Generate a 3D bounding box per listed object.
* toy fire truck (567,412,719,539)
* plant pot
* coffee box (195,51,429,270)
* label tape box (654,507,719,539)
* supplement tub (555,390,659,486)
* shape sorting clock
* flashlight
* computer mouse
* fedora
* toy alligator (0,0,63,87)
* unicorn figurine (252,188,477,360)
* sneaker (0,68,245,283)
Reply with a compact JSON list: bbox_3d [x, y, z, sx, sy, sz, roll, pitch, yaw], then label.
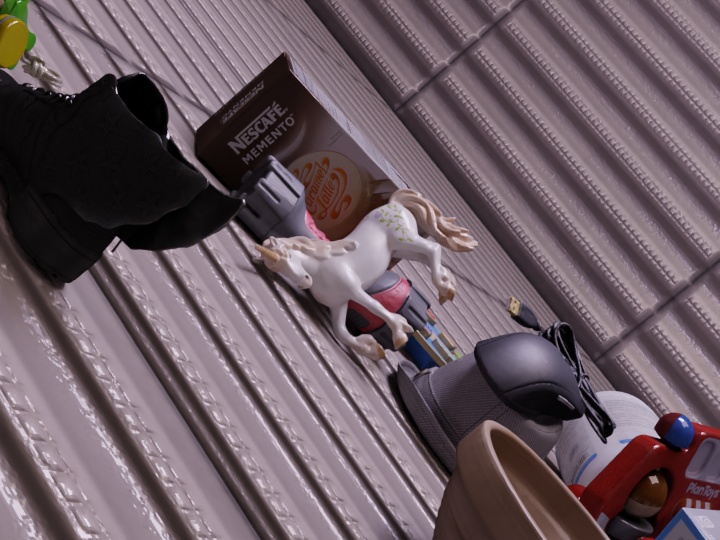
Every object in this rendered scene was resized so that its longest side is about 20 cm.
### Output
[{"bbox_3d":[0.261,0.205,1.208,0.200,0.168,0.112,20,10,-45],"label":"toy fire truck"},{"bbox_3d":[0.109,0.201,0.870,0.201,0.093,0.201,47,10,-11],"label":"plant pot"},{"bbox_3d":[-0.040,-0.082,1.232,0.200,0.114,0.080,45,11,-20],"label":"coffee box"},{"bbox_3d":[0.299,0.273,1.140,0.200,0.143,0.066,12,30,-43],"label":"label tape box"},{"bbox_3d":[0.289,0.222,1.504,0.132,0.132,0.200,48,10,-9],"label":"supplement tub"},{"bbox_3d":[0.052,0.040,1.407,0.200,0.039,0.200,48,10,-11],"label":"shape sorting clock"},{"bbox_3d":[-0.024,-0.015,1.181,0.200,0.068,0.068,47,6,-20],"label":"flashlight"},{"bbox_3d":[0.157,0.068,1.185,0.200,0.046,0.141,24,34,-48],"label":"computer mouse"},{"bbox_3d":[0.116,0.126,1.202,0.177,0.090,0.200,52,10,14],"label":"fedora"},{"bbox_3d":[-0.219,-0.152,0.799,0.059,0.054,0.200,25,4,15],"label":"toy alligator"},{"bbox_3d":[0.000,0.000,1.123,0.137,0.074,0.200,50,48,-2],"label":"unicorn figurine"},{"bbox_3d":[-0.143,-0.069,0.724,0.060,0.104,0.200,38,15,-49],"label":"sneaker"}]
